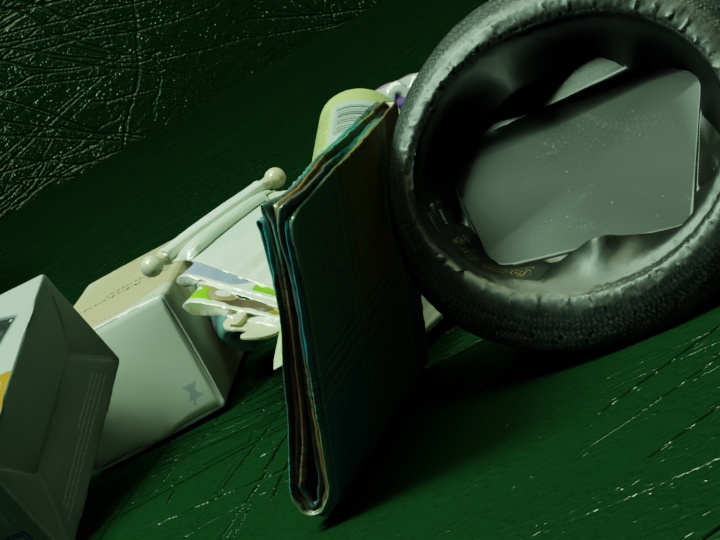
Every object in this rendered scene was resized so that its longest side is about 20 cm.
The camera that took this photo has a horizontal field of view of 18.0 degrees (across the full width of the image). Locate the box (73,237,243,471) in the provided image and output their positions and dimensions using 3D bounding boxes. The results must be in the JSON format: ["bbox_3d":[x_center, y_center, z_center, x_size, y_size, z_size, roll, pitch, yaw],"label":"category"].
[{"bbox_3d":[-0.130,0.045,1.413,0.094,0.078,0.200,-27,10,7],"label":"box"}]

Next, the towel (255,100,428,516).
[{"bbox_3d":[-0.005,0.012,1.065,0.022,0.148,0.200,-2,17,15],"label":"towel"}]

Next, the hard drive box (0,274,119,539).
[{"bbox_3d":[-0.244,0.112,1.262,0.199,0.077,0.156,-25,32,24],"label":"hard drive box"}]

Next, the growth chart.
[{"bbox_3d":[-0.029,0.001,1.278,0.199,0.018,0.144,23,43,38],"label":"growth chart"}]

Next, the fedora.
[{"bbox_3d":[0.115,-0.046,1.081,0.200,0.202,0.091,-24,-21,21],"label":"fedora"}]

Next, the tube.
[{"bbox_3d":[-0.008,-0.025,1.253,0.052,0.058,0.201,11,37,-3],"label":"tube"}]

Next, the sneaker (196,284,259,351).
[{"bbox_3d":[0.000,0.000,1.362,0.199,0.078,0.087,-19,40,7],"label":"sneaker"}]

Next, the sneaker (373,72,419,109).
[{"bbox_3d":[0.077,-0.087,1.414,0.199,0.089,0.080,-13,1,-20],"label":"sneaker"}]
